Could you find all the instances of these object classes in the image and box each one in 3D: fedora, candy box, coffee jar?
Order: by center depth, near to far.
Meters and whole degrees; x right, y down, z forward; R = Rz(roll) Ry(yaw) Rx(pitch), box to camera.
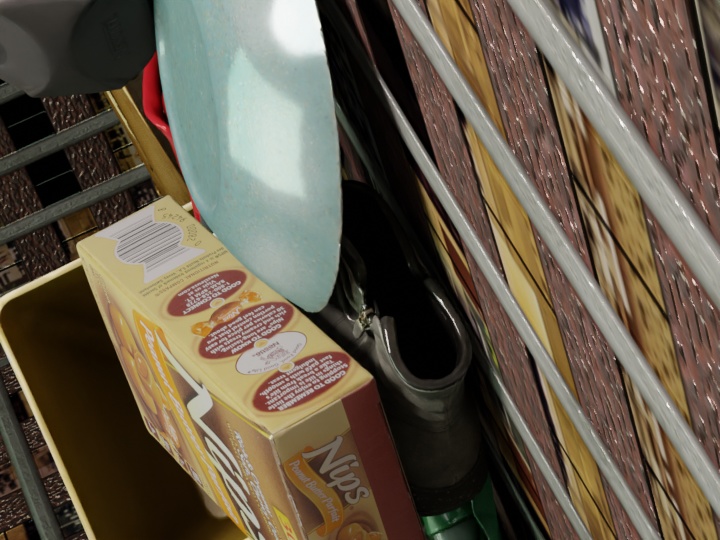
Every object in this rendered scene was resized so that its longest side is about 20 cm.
[{"bbox_3d":[-0.135,-0.181,1.158,0.104,0.085,0.200,78,-173,-66],"label":"coffee jar"},{"bbox_3d":[-0.048,0.060,1.161,0.200,0.055,0.116,41,154,52],"label":"candy box"},{"bbox_3d":[-0.125,-0.128,1.686,0.201,0.082,0.201,60,175,9],"label":"fedora"}]

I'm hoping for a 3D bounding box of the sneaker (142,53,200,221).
[{"bbox_3d":[-0.080,-0.044,1.502,0.200,0.078,0.116,64,-170,8],"label":"sneaker"}]

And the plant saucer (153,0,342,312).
[{"bbox_3d":[-0.054,-0.078,1.081,0.201,0.039,0.201,170,90,-76],"label":"plant saucer"}]

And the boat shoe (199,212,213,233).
[{"bbox_3d":[-0.051,-0.054,1.333,0.060,0.076,0.200,64,163,8],"label":"boat shoe"}]

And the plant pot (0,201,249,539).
[{"bbox_3d":[-0.080,0.073,1.644,0.200,0.200,0.176,65,-172,8],"label":"plant pot"}]

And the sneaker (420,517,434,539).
[{"bbox_3d":[0.030,0.184,1.266,0.200,0.085,0.078,-71,-2,-51],"label":"sneaker"}]

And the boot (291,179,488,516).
[{"bbox_3d":[0.000,0.000,1.141,0.200,0.068,0.131,56,164,33],"label":"boot"}]

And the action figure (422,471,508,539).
[{"bbox_3d":[0.038,0.098,1.222,0.118,0.055,0.200,89,161,-85],"label":"action figure"}]
